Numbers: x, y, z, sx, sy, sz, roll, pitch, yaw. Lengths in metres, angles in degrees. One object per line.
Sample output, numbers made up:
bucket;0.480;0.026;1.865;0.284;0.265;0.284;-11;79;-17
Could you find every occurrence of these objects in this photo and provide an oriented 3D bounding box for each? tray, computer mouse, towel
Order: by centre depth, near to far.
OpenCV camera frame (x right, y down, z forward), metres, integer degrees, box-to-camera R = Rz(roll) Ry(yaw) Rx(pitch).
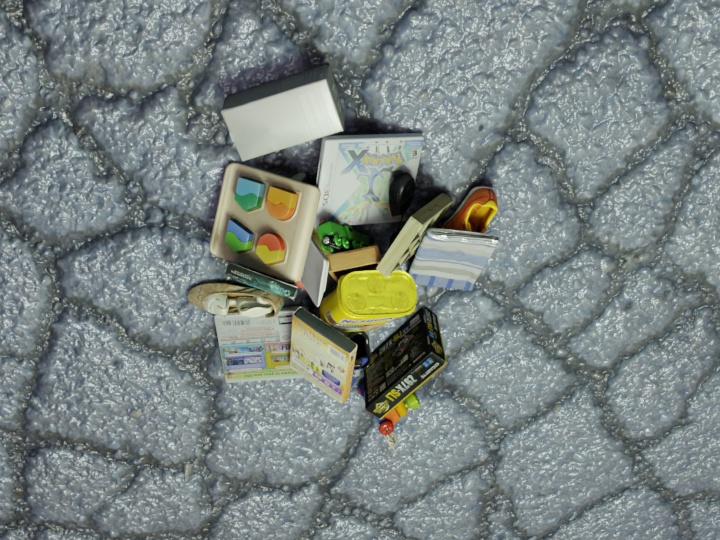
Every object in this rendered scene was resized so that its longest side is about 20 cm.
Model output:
tray;-0.103;-0.029;1.666;0.022;0.200;0.108;-6;125;-25
computer mouse;0.069;-0.104;1.677;0.034;0.059;0.200;25;131;22
tray;0.000;0.000;1.700;0.098;0.037;0.200;-12;166;5
towel;0.178;-0.018;1.717;0.147;0.024;0.200;7;149;-8

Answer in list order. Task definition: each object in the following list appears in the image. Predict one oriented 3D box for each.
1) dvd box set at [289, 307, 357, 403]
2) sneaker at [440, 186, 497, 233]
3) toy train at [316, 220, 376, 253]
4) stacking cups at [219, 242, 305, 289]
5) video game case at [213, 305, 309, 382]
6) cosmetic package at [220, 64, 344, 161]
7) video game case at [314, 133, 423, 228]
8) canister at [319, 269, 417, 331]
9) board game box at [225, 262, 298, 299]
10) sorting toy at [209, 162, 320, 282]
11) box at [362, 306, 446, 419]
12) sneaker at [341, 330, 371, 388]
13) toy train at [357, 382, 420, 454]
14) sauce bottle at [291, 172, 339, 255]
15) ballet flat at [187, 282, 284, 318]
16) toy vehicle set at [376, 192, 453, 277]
dvd box set;-0.079;0.175;1.782;0.146;0.029;0.200;32;146;18
sneaker;0.201;-0.075;1.704;0.073;0.077;0.200;16;130;-12
toy train;-0.021;-0.055;1.668;0.042;0.057;0.200;-22;164;24
stacking cups;-0.187;-0.019;1.750;0.200;0.061;0.061;23;119;-21
video game case;-0.203;0.160;1.877;0.199;0.022;0.182;-4;122;0
cosmetic package;-0.137;-0.281;1.562;0.200;0.090;0.107;-12;121;10
video game case;0.012;-0.168;1.634;0.200;0.022;0.183;-6;125;-24
canister;0.009;0.064;1.697;0.148;0.087;0.200;-2;167;-16
board game box;-0.185;0.024;1.687;0.135;0.200;0.028;20;86;-2
sorting toy;-0.184;-0.091;1.629;0.200;0.036;0.186;18;101;21
box;0.087;0.192;1.825;0.049;0.160;0.200;37;114;-22
sneaker;-0.026;0.184;1.842;0.080;0.115;0.200;11;122;-7
toy train;0.085;0.315;1.956;0.116;0.085;0.200;-29;120;1
sauce bottle;-0.077;-0.098;1.693;0.066;0.066;0.200;-22;119;12
ballet flat;-0.257;0.065;1.789;0.199;0.065;0.071;0;126;0
toy vehicle set;0.104;-0.070;1.640;0.026;0.200;0.124;37;117;8
